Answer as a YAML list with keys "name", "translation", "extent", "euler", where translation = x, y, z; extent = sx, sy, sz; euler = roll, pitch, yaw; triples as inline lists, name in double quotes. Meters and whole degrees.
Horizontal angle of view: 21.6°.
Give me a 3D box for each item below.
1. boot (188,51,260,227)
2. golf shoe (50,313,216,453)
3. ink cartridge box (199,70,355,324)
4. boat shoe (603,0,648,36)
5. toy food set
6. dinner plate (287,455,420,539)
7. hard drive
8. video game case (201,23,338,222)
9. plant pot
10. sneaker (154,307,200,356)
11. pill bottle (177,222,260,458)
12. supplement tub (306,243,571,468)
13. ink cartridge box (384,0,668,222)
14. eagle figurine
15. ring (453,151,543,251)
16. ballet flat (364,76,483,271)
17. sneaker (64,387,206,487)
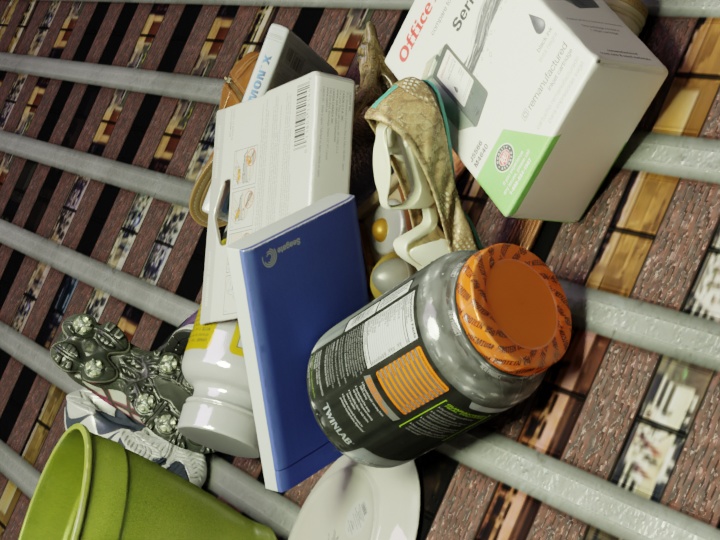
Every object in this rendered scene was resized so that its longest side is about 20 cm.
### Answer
- name: "boot"
  translation: [-0.129, -0.143, 1.999]
  extent: [0.201, 0.074, 0.155]
  euler: [-52, 28, -3]
- name: "golf shoe"
  translation: [-0.206, 0.112, 1.832]
  extent: [0.078, 0.199, 0.088]
  euler: [-54, -11, -16]
- name: "ink cartridge box"
  translation: [-0.072, -0.055, 1.634]
  extent: [0.176, 0.044, 0.202]
  euler: [-12, 72, 57]
- name: "boat shoe"
  translation: [0.147, -0.184, 1.526]
  extent: [0.199, 0.071, 0.065]
  euler: [-2, 64, 59]
- name: "toy food set"
  translation: [0.000, 0.000, 1.587]
  extent: [0.200, 0.060, 0.145]
  euler: [-42, 53, 46]
- name: "dinner plate"
  translation: [-0.018, 0.225, 1.528]
  extent: [0.200, 0.024, 0.202]
  euler: [-41, 35, 37]
- name: "hard drive"
  translation: [-0.040, 0.056, 1.492]
  extent: [0.025, 0.131, 0.202]
  euler: [9, 116, 40]
- name: "video game case"
  translation: [-0.083, -0.127, 1.805]
  extent: [0.200, 0.022, 0.184]
  euler: [24, -94, -76]
- name: "plant pot"
  translation: [-0.176, 0.252, 1.584]
  extent: [0.201, 0.191, 0.202]
  euler: [-54, 25, 41]
- name: "sneaker"
  translation: [-0.170, 0.091, 1.895]
  extent: [0.200, 0.076, 0.088]
  euler: [-39, 11, 48]
- name: "pill bottle"
  translation: [-0.099, 0.062, 1.717]
  extent: [0.111, 0.111, 0.202]
  euler: [-12, 56, 58]
- name: "supplement tub"
  translation: [0.059, 0.063, 1.416]
  extent: [0.199, 0.122, 0.124]
  euler: [-33, 40, 45]
- name: "ink cartridge box"
  translation: [0.121, -0.157, 1.444]
  extent: [0.200, 0.083, 0.146]
  euler: [54, 128, 37]
- name: "eagle figurine"
  translation: [-0.001, -0.132, 1.728]
  extent: [0.151, 0.151, 0.201]
  euler: [-31, -21, -23]
- name: "ring"
  translation: [0.093, -0.049, 1.567]
  extent: [0.200, 0.019, 0.202]
  euler: [-41, 35, 38]
- name: "ballet flat"
  translation: [0.048, -0.047, 1.452]
  extent: [0.065, 0.202, 0.070]
  euler: [-25, 16, -22]
- name: "sneaker"
  translation: [-0.224, 0.209, 1.871]
  extent: [0.198, 0.079, 0.131]
  euler: [23, 119, 36]
